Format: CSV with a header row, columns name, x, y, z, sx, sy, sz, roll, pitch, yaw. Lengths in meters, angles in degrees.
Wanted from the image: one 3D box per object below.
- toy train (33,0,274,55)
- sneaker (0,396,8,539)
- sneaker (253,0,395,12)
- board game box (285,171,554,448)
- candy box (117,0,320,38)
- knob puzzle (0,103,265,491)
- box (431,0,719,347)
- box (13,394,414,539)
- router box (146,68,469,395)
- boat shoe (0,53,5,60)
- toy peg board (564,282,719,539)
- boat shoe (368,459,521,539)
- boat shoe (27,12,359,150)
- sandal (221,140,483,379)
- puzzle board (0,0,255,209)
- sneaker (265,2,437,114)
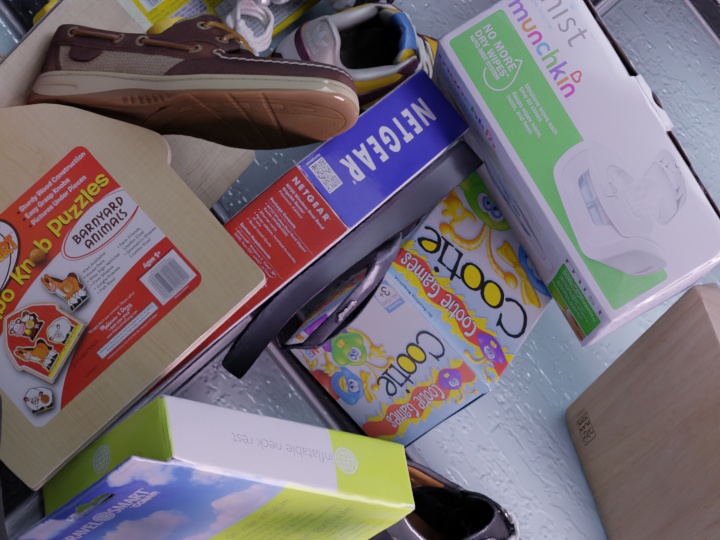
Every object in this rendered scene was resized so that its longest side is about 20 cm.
name,x,y,z,sx,sy,sz,roll,pitch,yaw
toy train,-0.136,-0.177,1.735,0.200,0.056,0.151,29,56,-20
sneaker,-0.220,0.149,1.453,0.091,0.076,0.201,37,48,-33
sneaker,-0.034,-0.219,1.854,0.081,0.075,0.200,36,17,30
board game box,0.055,0.010,1.787,0.103,0.105,0.200,47,39,-8
candy box,-0.101,-0.187,1.837,0.102,0.026,0.200,53,40,-5
knob puzzle,-0.181,-0.005,1.540,0.030,0.219,0.220,68,-3,-77
box,0.135,-0.067,1.691,0.200,0.096,0.176,59,-3,4
box,-0.084,0.126,1.551,0.199,0.122,0.048,15,53,-38
router box,-0.043,-0.025,1.634,0.049,0.179,0.200,50,29,-1
boat shoe,-0.181,-0.091,1.654,0.200,0.069,0.074,31,44,-24
toy peg board,0.246,0.135,1.796,0.097,0.200,0.200,-7,67,-28
boat shoe,0.070,0.176,1.714,0.200,0.068,0.072,31,43,-27
boat shoe,-0.092,-0.115,1.554,0.072,0.199,0.072,47,50,-56
sandal,0.000,0.000,1.641,0.200,0.076,0.043,-40,90,-7
puzzle board,-0.174,-0.052,1.605,0.151,0.017,0.200,48,68,-16
sneaker,0.023,-0.139,1.874,0.200,0.090,0.075,-9,69,-47
